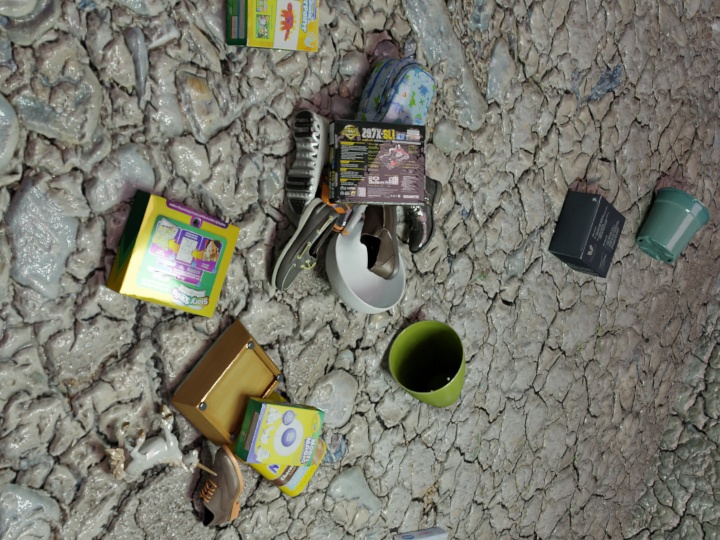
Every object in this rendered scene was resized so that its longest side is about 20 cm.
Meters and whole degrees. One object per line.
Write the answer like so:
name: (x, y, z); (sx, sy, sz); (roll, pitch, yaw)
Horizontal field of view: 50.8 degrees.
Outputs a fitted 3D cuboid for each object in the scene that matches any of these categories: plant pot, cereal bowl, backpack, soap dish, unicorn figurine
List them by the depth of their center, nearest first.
unicorn figurine: (-0.370, 0.325, 1.391); (0.196, 0.074, 0.140); (-10, 118, -28)
soap dish: (-0.249, 0.223, 1.467); (0.201, 0.080, 0.158); (-52, 132, -23)
backpack: (0.074, -0.349, 1.610); (0.161, 0.152, 0.205); (24, 72, -39)
cereal bowl: (0.000, 0.000, 1.632); (0.197, 0.083, 0.205); (20, 59, -36)
plant pot: (0.182, 0.252, 1.863); (0.189, 0.185, 0.201); (-56, 148, -18)
plant pot: (1.071, -0.147, 2.631); (0.198, 0.199, 0.200); (-54, 133, -9)

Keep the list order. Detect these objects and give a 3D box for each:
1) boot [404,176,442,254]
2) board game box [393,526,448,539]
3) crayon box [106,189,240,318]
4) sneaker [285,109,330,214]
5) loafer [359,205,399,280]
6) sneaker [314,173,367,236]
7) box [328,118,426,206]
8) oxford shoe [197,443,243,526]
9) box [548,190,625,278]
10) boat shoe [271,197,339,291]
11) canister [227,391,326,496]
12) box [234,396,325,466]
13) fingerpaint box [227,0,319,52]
boot: (0.102, -0.155, 1.737); (0.172, 0.068, 0.205); (21, 79, -43)
board game box: (0.144, 0.808, 2.053); (0.197, 0.041, 0.205); (11, 93, -46)
crayon box: (-0.326, -0.025, 1.339); (0.198, 0.058, 0.176); (21, 87, -46)
sneaker: (-0.096, -0.212, 1.515); (0.080, 0.074, 0.205); (0, 101, -54)
loafer: (0.035, -0.083, 1.593); (0.070, 0.073, 0.205); (7, 63, -38)
sneaker: (-0.024, -0.182, 1.565); (0.111, 0.077, 0.202); (34, 70, -12)
box: (0.035, -0.212, 1.519); (0.195, 0.049, 0.164); (0, 90, -18)
oxford shoe: (-0.276, 0.427, 1.480); (0.072, 0.071, 0.204); (-18, 129, -35)
box: (0.687, -0.109, 2.295); (0.198, 0.116, 0.201); (25, 83, -47)
boat shoe: (-0.111, -0.041, 1.513); (0.204, 0.060, 0.072); (-62, 164, 12)
canister: (-0.169, 0.365, 1.585); (0.150, 0.085, 0.201); (-55, 134, -19)
box: (-0.147, 0.322, 1.499); (0.198, 0.048, 0.120); (18, 87, -48)
fingerpaint box: (-0.156, -0.504, 1.368); (0.165, 0.073, 0.205); (-11, 109, -42)
